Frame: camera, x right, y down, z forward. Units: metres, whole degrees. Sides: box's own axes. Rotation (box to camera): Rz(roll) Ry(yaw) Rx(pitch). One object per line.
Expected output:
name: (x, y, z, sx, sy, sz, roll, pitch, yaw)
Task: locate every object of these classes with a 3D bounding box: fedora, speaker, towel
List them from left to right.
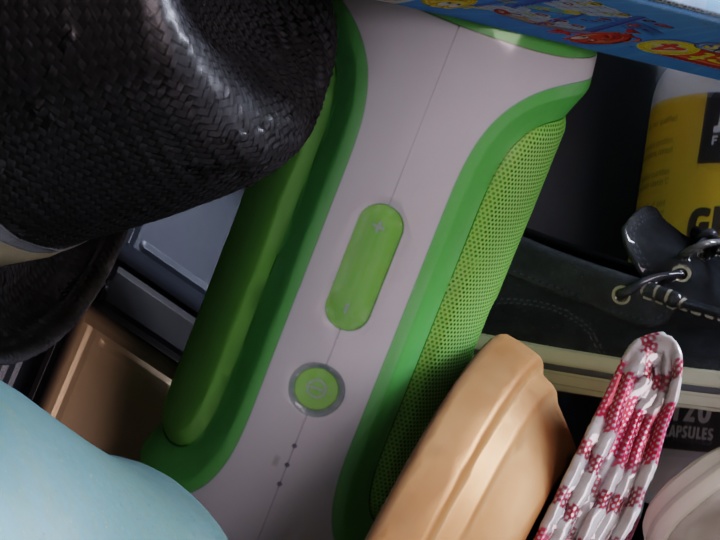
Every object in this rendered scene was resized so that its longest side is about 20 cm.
fedora: (-0.059, -0.068, 0.704, 0.201, 0.091, 0.201, -2, 90, -73)
speaker: (0.000, 0.000, 0.801, 0.088, 0.088, 0.201, 7, 111, -40)
towel: (0.047, 0.125, 0.804, 0.030, 0.146, 0.200, 25, 74, 8)

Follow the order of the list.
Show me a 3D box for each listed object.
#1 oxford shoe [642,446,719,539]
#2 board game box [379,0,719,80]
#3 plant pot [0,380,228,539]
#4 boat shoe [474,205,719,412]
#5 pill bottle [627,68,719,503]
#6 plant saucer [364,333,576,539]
oxford shoe: (0.166, 0.107, 0.890, 0.200, 0.075, 0.058, 31, 25, -40)
board game box: (0.089, -0.157, 0.746, 0.195, 0.056, 0.201, 10, 80, -33)
plant pot: (-0.128, 0.102, 0.670, 0.188, 0.200, 0.201, 12, 78, -51)
boat shoe: (0.097, 0.012, 0.870, 0.075, 0.199, 0.062, 12, 87, -72)
pill bottle: (0.150, -0.014, 0.959, 0.112, 0.112, 0.201, 16, 79, -39)
plant saucer: (0.013, 0.116, 0.796, 0.037, 0.200, 0.200, 24, 63, 9)
